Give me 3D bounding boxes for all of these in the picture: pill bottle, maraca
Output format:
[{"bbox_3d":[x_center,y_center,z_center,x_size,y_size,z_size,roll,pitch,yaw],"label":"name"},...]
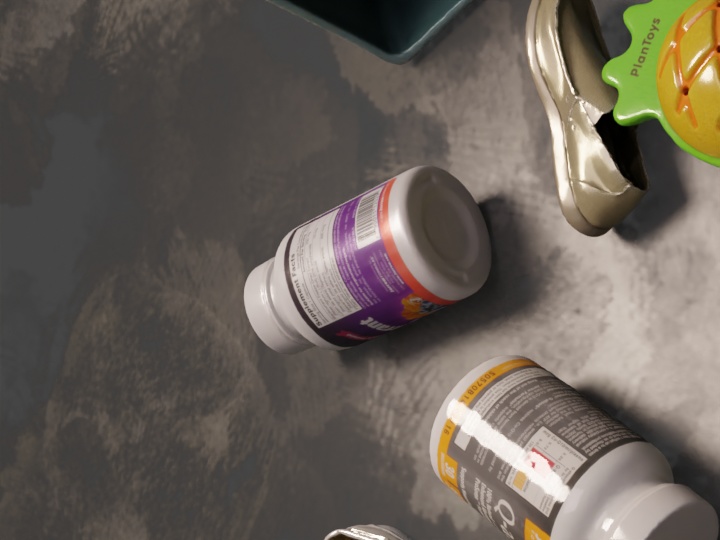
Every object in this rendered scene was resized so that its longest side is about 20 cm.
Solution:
[{"bbox_3d":[0.151,0.153,1.225,0.200,0.116,0.117,36,106,43],"label":"pill bottle"},{"bbox_3d":[0.255,-0.141,1.193,0.200,0.107,0.138,21,86,43],"label":"maraca"},{"bbox_3d":[0.000,0.000,1.407,0.200,0.111,0.112,-25,64,38],"label":"pill bottle"}]

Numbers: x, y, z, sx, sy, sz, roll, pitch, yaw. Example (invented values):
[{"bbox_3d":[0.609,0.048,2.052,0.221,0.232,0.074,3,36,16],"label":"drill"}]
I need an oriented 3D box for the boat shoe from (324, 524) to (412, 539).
[{"bbox_3d":[0.045,0.251,1.336,0.200,0.070,0.071,28,101,44],"label":"boat shoe"}]

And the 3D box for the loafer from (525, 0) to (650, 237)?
[{"bbox_3d":[0.179,-0.128,1.294,0.068,0.075,0.201,-18,78,39],"label":"loafer"}]

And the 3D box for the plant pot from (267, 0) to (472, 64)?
[{"bbox_3d":[0.008,-0.332,1.428,0.196,0.196,0.201,-41,46,30],"label":"plant pot"}]
